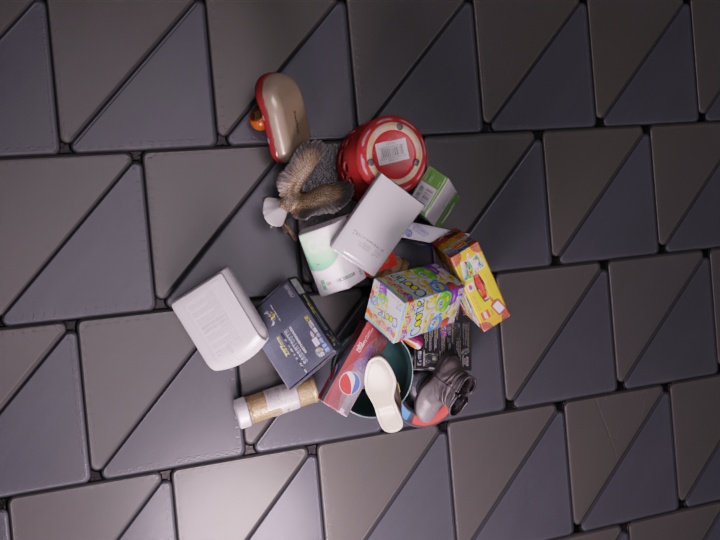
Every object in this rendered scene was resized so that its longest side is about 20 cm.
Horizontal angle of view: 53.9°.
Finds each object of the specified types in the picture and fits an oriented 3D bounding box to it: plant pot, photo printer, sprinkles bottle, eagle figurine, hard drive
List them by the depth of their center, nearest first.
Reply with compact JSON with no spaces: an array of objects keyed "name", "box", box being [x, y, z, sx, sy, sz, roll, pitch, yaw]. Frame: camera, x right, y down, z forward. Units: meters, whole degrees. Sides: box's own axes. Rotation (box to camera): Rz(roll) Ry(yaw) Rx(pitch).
[{"name":"photo printer","box":[-0.310,0.116,1.594,0.164,0.070,0.203,-30,97,16]},{"name":"hard drive","box":[0.037,-0.103,1.604,0.130,0.027,0.202,32,102,-23]},{"name":"eagle figurine","box":[-0.134,-0.184,1.636,0.151,0.198,0.154,28,37,-48]},{"name":"sprinkles bottle","box":[-0.197,0.305,1.655,0.195,0.068,0.070,-17,94,-16]},{"name":"plant pot","box":[0.054,-0.258,1.677,0.194,0.182,0.207,-1,92,-16]},{"name":"plant pot","box":[0.013,0.236,1.683,0.194,0.134,0.207,0,89,-15]}]

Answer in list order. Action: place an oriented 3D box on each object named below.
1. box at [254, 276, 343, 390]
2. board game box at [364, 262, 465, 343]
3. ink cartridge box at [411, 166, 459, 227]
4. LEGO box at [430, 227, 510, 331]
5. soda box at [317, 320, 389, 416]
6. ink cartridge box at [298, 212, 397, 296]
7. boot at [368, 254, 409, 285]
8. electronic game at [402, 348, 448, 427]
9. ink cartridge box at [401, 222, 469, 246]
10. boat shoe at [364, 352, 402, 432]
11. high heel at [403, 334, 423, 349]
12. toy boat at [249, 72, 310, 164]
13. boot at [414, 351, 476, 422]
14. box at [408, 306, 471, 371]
[{"name":"box","box":[-0.154,0.143,1.612,0.157,0.051,0.202,-39,79,23]},{"name":"board game box","box":[0.122,0.068,1.570,0.197,0.104,0.105,-14,129,-40]},{"name":"ink cartridge box","box":[0.179,-0.170,1.718,0.059,0.200,0.105,33,93,17]},{"name":"LEGO box","box":[0.258,0.018,1.670,0.076,0.149,0.203,-29,110,-4]},{"name":"soda box","box":[-0.015,0.215,1.573,0.069,0.063,0.203,32,80,-13]},{"name":"ink cartridge box","box":[-0.027,-0.044,1.641,0.195,0.050,0.165,-16,112,9]},{"name":"boot","box":[0.000,0.000,1.723,0.197,0.066,0.179,29,79,-11]},{"name":"electronic game","box":[0.158,0.291,1.773,0.194,0.042,0.207,0,89,-17]},{"name":"ink cartridge box","box":[0.162,-0.086,1.750,0.194,0.094,0.046,10,88,-15]},{"name":"boat shoe","box":[0.053,0.261,1.560,0.070,0.060,0.204,-11,118,9]},{"name":"high heel","box":[0.118,0.115,1.637,0.067,0.200,0.097,38,88,-15]},{"name":"toy boat","box":[-0.202,-0.353,1.638,0.131,0.127,0.205,-49,137,-48]},{"name":"boot","box":[0.196,0.304,1.677,0.068,0.132,0.204,13,112,-21]},{"name":"box","box":[0.199,0.147,1.764,0.156,0.043,0.206,5,78,-18]}]
